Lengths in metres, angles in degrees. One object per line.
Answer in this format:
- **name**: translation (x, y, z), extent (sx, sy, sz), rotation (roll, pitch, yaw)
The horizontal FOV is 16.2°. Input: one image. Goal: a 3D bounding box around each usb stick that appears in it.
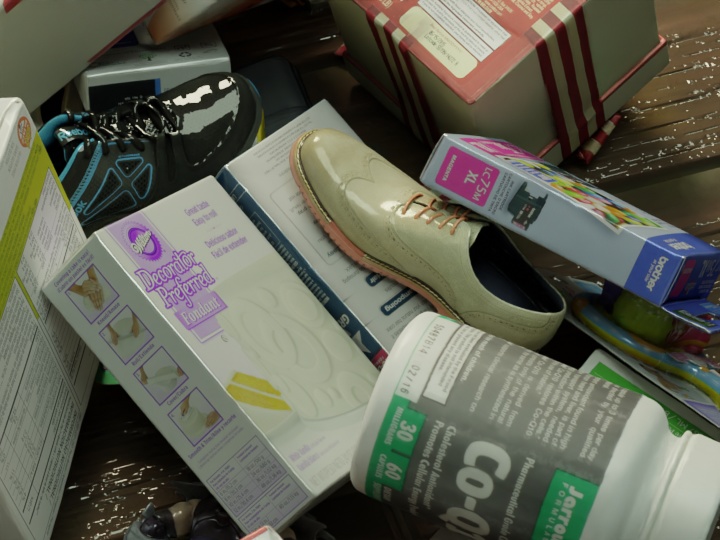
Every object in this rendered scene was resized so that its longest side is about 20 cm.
- **usb stick**: translation (-0.041, -0.063, 1.698), extent (0.055, 0.033, 0.200), rotation (-17, 57, -9)

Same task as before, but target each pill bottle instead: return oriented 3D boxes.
- **pill bottle**: translation (0.105, 0.108, 1.426), extent (0.200, 0.113, 0.113), rotation (21, 55, 11)

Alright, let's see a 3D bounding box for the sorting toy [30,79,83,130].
- **sorting toy**: translation (-0.265, -0.098, 1.686), extent (0.180, 0.107, 0.200), rotation (5, 51, -25)

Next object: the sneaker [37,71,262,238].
- **sneaker**: translation (-0.152, -0.071, 1.592), extent (0.200, 0.082, 0.073), rotation (-32, 58, -9)

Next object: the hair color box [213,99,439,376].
- **hair color box**: translation (0.000, 0.000, 1.592), extent (0.200, 0.061, 0.100), rotation (49, 53, 6)

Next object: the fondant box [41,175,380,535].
- **fondant box**: translation (-0.075, 0.050, 1.498), extent (0.200, 0.058, 0.144), rotation (48, 29, 5)

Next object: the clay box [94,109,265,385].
- **clay box**: translation (-0.117, -0.009, 1.632), extent (0.115, 0.048, 0.200), rotation (-2, 61, 1)

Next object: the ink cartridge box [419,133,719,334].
- **ink cartridge box**: translation (0.145, -0.024, 1.536), extent (0.200, 0.119, 0.042), rotation (31, 102, 18)

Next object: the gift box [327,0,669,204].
- **gift box**: translation (0.075, -0.161, 1.691), extent (0.200, 0.187, 0.185), rotation (-38, 65, -5)

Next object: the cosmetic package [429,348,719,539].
- **cosmetic package**: translation (0.122, 0.158, 1.514), extent (0.108, 0.085, 0.200), rotation (33, 57, 16)

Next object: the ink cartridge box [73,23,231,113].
- **ink cartridge box**: translation (-0.154, -0.162, 1.732), extent (0.099, 0.039, 0.200), rotation (-8, 30, -10)

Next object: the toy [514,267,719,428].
- **toy**: translation (0.192, 0.039, 1.572), extent (0.200, 0.047, 0.115), rotation (42, 18, 35)

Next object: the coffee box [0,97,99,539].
- **coffee box**: translation (-0.282, 0.040, 1.480), extent (0.199, 0.198, 0.200), rotation (-1, 51, 16)

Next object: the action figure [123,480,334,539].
- **action figure**: translation (-0.099, 0.176, 1.476), extent (0.130, 0.070, 0.200), rotation (1, 16, 32)

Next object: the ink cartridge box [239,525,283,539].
- **ink cartridge box**: translation (-0.091, 0.246, 1.364), extent (0.147, 0.200, 0.083), rotation (-29, 64, -22)

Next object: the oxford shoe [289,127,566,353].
- **oxford shoe**: translation (0.046, -0.026, 1.546), extent (0.200, 0.074, 0.071), rotation (39, 52, -2)

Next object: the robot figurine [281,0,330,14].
- **robot figurine**: translation (-0.041, -0.271, 1.836), extent (0.145, 0.058, 0.200), rotation (21, 55, 13)

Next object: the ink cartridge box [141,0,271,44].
- **ink cartridge box**: translation (-0.033, -0.222, 1.647), extent (0.162, 0.200, 0.050), rotation (-28, 93, -47)

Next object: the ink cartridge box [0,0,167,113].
- **ink cartridge box**: translation (-0.208, -0.228, 1.667), extent (0.083, 0.145, 0.200), rotation (28, 38, -38)
